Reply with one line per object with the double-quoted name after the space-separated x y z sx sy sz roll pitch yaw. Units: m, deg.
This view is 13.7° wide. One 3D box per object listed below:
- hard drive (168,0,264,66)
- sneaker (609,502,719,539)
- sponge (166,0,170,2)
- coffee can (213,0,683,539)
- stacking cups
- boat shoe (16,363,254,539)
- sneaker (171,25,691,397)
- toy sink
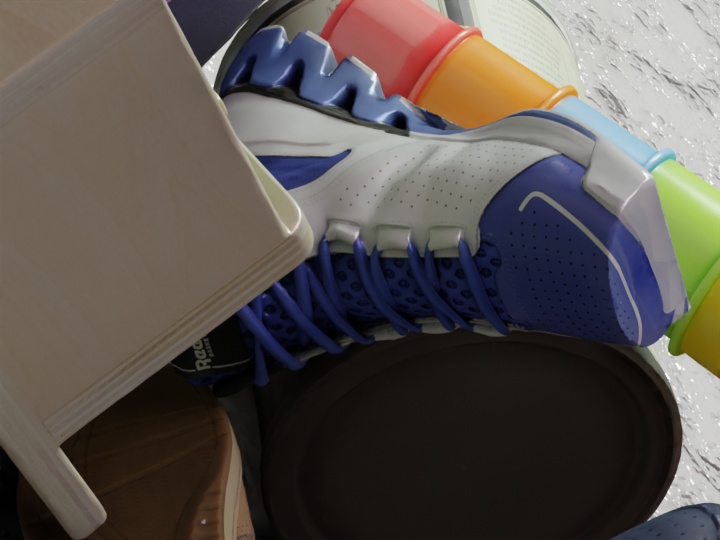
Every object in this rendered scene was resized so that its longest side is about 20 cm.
-0.042 -0.119 1.085 0.042 0.200 0.135 41 29 -8 "hard drive"
0.012 0.104 0.798 0.109 0.200 0.070 54 -6 -22 "sneaker"
-0.124 -0.114 0.986 0.112 0.200 0.030 44 64 -11 "sponge"
0.027 0.000 1.096 0.146 0.146 0.200 31 32 -33 "coffee can"
0.072 -0.026 0.996 0.200 0.061 0.060 35 22 17 "stacking cups"
-0.062 0.104 0.929 0.200 0.071 0.065 -105 179 -55 "boat shoe"
-0.001 0.000 0.948 0.199 0.115 0.081 21 -34 41 "sneaker"
-0.100 -0.036 0.870 0.130 0.112 0.200 48 -9 35 "toy sink"
